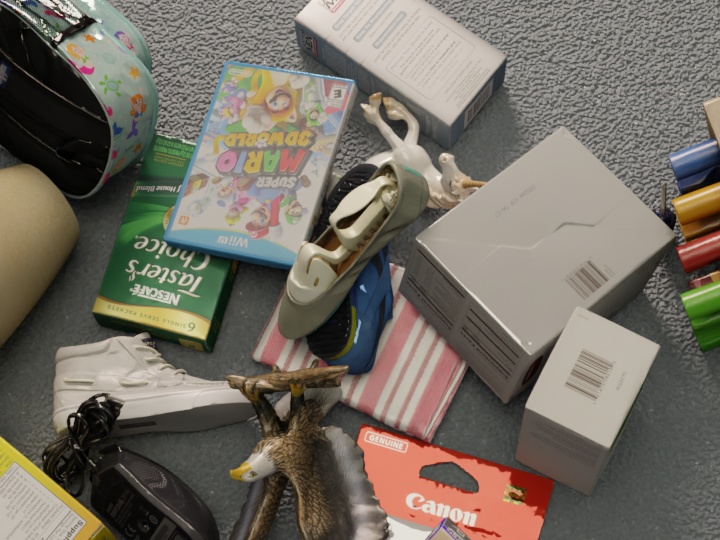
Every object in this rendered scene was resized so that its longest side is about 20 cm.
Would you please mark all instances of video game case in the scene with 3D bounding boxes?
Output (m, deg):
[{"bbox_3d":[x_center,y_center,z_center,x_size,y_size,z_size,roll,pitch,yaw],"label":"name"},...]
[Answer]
[{"bbox_3d":[-0.096,-0.105,1.567,0.142,0.018,0.201,11,71,19],"label":"video game case"}]

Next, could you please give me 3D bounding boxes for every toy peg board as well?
[{"bbox_3d":[0.331,-0.026,1.501,0.097,0.200,0.200,-21,71,10],"label":"toy peg board"}]

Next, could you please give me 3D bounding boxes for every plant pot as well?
[{"bbox_3d":[-0.373,-0.010,1.535,0.187,0.188,0.200,42,63,15],"label":"plant pot"}]

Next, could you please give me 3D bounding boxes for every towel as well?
[{"bbox_3d":[0.010,0.064,1.563,0.199,0.030,0.147,25,74,12],"label":"towel"}]

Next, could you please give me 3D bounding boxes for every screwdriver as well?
[{"bbox_3d":[0.280,-0.055,1.504,0.028,0.200,0.029,44,94,14],"label":"screwdriver"}]

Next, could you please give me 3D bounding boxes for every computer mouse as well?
[{"bbox_3d":[-0.195,0.206,1.482,0.200,0.139,0.053,46,43,4],"label":"computer mouse"}]

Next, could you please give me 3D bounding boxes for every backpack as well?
[{"bbox_3d":[-0.289,-0.178,1.578,0.200,0.178,0.150,42,47,14],"label":"backpack"}]

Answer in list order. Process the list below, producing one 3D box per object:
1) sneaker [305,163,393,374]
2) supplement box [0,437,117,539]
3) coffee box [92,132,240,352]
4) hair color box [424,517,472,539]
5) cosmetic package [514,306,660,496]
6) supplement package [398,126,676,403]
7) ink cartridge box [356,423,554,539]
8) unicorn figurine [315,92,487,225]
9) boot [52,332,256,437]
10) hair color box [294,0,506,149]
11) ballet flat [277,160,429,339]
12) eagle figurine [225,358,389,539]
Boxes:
[{"bbox_3d":[0.000,0.000,1.537,0.066,0.078,0.201,-3,72,37],"label":"sneaker"},{"bbox_3d":[-0.332,0.224,1.474,0.200,0.110,0.109,37,76,14],"label":"supplement box"},{"bbox_3d":[-0.177,-0.028,1.591,0.122,0.044,0.201,15,72,7],"label":"coffee box"},{"bbox_3d":[0.047,0.328,1.411,0.109,0.065,0.200,42,94,6],"label":"hair color box"},{"bbox_3d":[0.199,0.121,1.443,0.085,0.200,0.108,26,75,12],"label":"cosmetic package"},{"bbox_3d":[0.165,-0.006,1.516,0.200,0.111,0.156,-37,73,-23],"label":"supplement package"},{"bbox_3d":[0.067,0.245,1.488,0.199,0.044,0.174,16,73,7],"label":"ink cartridge box"},{"bbox_3d":[0.026,-0.102,1.589,0.199,0.074,0.138,-27,82,23],"label":"unicorn figurine"},{"bbox_3d":[-0.195,0.102,1.532,0.199,0.074,0.096,-5,66,-5],"label":"boot"},{"bbox_3d":[0.040,-0.225,1.645,0.200,0.061,0.099,36,75,13],"label":"hair color box"},{"bbox_3d":[-0.021,-0.023,1.471,0.200,0.064,0.067,-47,49,11],"label":"ballet flat"},{"bbox_3d":[-0.066,0.188,1.457,0.150,0.152,0.201,-10,94,-20],"label":"eagle figurine"}]
